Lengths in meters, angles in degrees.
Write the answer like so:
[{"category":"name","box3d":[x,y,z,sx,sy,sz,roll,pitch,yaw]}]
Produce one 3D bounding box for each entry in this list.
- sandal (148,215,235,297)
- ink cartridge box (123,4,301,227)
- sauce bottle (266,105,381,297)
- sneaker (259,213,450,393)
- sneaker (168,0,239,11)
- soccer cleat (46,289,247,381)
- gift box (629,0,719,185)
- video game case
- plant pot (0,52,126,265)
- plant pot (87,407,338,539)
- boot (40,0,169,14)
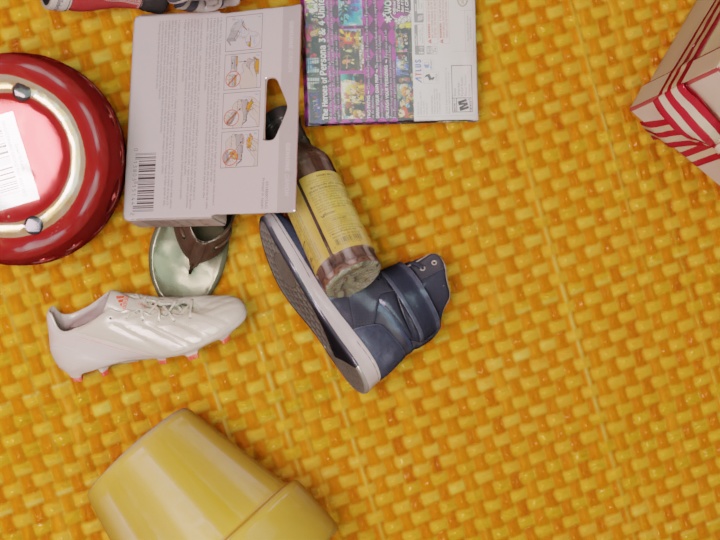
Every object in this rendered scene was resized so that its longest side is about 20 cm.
[{"category":"sandal","box3d":[-0.155,-0.055,1.264,0.079,0.057,0.203,21,104,-7]},{"category":"ink cartridge box","box3d":[-0.135,-0.145,1.224,0.173,0.045,0.203,-1,80,15]},{"category":"sauce bottle","box3d":[-0.043,-0.072,1.248,0.064,0.065,0.202,-20,65,-7]},{"category":"sneaker","box3d":[0.000,0.001,1.298,0.145,0.077,0.203,-34,85,-18]},{"category":"sneaker","box3d":[-0.172,-0.321,1.183,0.201,0.077,0.148,25,111,28]},{"category":"soccer cleat","box3d":[-0.210,0.050,1.250,0.197,0.069,0.079,-14,113,5]},{"category":"gift box","box3d":[0.398,-0.177,1.301,0.184,0.200,0.188,35,72,-6]},{"category":"video game case","box3d":[0.029,-0.248,1.302,0.178,0.036,0.204,-3,94,-9]},{"category":"plant pot","box3d":[-0.313,-0.103,1.183,0.197,0.182,0.204,-1,94,-12]},{"category":"plant pot","box3d":[-0.154,0.245,1.236,0.200,0.201,0.189,-42,83,-5]},{"category":"boot","box3d":[-0.243,-0.346,1.243,0.142,0.072,0.203,-4,82,-29]}]
